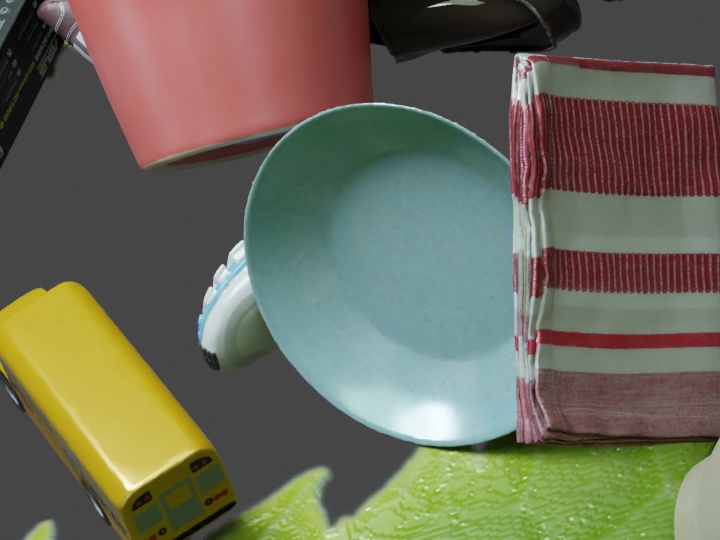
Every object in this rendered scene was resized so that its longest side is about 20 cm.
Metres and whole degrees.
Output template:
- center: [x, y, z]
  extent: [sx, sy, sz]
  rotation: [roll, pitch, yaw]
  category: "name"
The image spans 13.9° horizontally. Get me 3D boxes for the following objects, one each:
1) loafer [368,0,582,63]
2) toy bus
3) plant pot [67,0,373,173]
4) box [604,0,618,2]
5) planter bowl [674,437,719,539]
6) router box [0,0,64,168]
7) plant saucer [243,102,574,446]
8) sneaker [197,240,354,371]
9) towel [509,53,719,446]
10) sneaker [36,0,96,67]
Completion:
- center: [0.042, -0.152, 1.789]
  extent: [0.199, 0.073, 0.071]
  rotation: [7, 56, 35]
  category: "loafer"
- center: [-0.146, 0.075, 1.640]
  extent: [0.065, 0.078, 0.200]
  rotation: [-33, 48, -11]
  category: "toy bus"
- center: [-0.080, -0.158, 1.726]
  extent: [0.200, 0.200, 0.178]
  rotation: [-14, 89, 5]
  category: "plant pot"
- center: [0.173, -0.286, 1.766]
  extent: [0.104, 0.200, 0.148]
  rotation: [-10, 48, 9]
  category: "box"
- center: [0.236, 0.127, 1.414]
  extent: [0.134, 0.200, 0.201]
  rotation: [-24, 40, 35]
  category: "planter bowl"
- center: [-0.293, -0.098, 1.848]
  extent: [0.149, 0.062, 0.200]
  rotation: [6, 53, 23]
  category: "router box"
- center: [0.033, -0.003, 1.589]
  extent: [0.200, 0.202, 0.039]
  rotation: [10, 30, 25]
  category: "plant saucer"
- center: [0.000, 0.000, 1.666]
  extent: [0.200, 0.075, 0.087]
  rotation: [-36, 55, -14]
  category: "sneaker"
- center: [0.138, -0.010, 1.529]
  extent: [0.023, 0.144, 0.201]
  rotation: [-5, 85, 52]
  category: "towel"
- center: [-0.129, -0.213, 1.861]
  extent: [0.115, 0.076, 0.200]
  rotation: [34, 64, 7]
  category: "sneaker"
